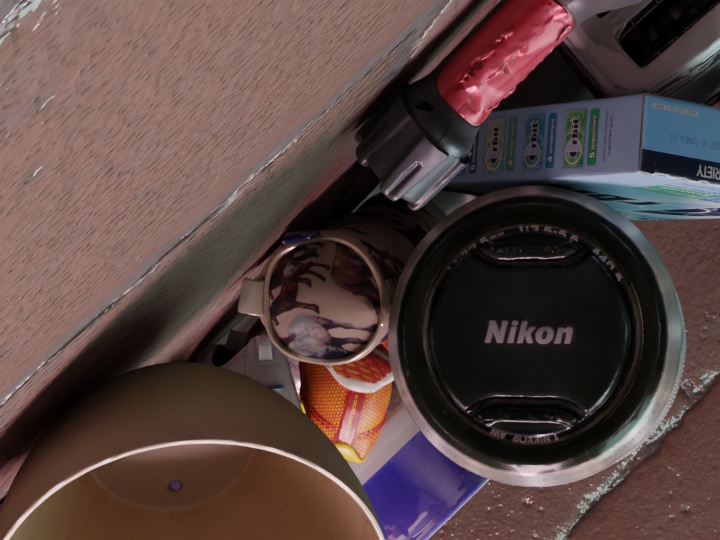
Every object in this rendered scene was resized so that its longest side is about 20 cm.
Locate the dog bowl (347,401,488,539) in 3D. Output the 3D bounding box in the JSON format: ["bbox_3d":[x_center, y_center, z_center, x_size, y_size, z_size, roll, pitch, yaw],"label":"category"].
[{"bbox_3d":[0.034,0.146,1.336,0.200,0.079,0.200,-43,175,-5],"label":"dog bowl"}]

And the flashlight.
[{"bbox_3d":[0.079,-0.112,0.905,0.200,0.068,0.067,-45,149,19],"label":"flashlight"}]

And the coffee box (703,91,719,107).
[{"bbox_3d":[0.257,-0.103,1.297,0.114,0.079,0.200,-62,-167,-3],"label":"coffee box"}]

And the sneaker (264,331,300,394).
[{"bbox_3d":[-0.065,0.095,1.312,0.100,0.074,0.202,72,39,-78],"label":"sneaker"}]

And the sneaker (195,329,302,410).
[{"bbox_3d":[-0.076,0.079,1.185,0.074,0.083,0.200,0,176,-23],"label":"sneaker"}]

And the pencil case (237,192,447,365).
[{"bbox_3d":[0.000,0.000,1.130,0.200,0.089,0.079,-31,139,-71],"label":"pencil case"}]

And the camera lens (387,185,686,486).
[{"bbox_3d":[0.106,0.040,1.070,0.160,0.160,0.200,-44,170,5],"label":"camera lens"}]

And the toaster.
[{"bbox_3d":[0.176,-0.159,1.037,0.200,0.114,0.129,-40,172,9],"label":"toaster"}]

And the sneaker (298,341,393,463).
[{"bbox_3d":[-0.017,0.061,1.196,0.200,0.072,0.078,-84,-169,-73],"label":"sneaker"}]

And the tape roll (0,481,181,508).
[{"bbox_3d":[-0.186,0.171,1.114,0.200,0.066,0.200,-45,175,-5],"label":"tape roll"}]

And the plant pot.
[{"bbox_3d":[-0.092,0.124,0.946,0.200,0.200,0.135,-45,-150,19],"label":"plant pot"}]

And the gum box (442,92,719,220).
[{"bbox_3d":[0.155,-0.061,1.058,0.169,0.045,0.199,7,176,-33],"label":"gum box"}]

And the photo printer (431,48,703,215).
[{"bbox_3d":[0.147,-0.108,1.221,0.165,0.070,0.200,-9,149,-42],"label":"photo printer"}]
